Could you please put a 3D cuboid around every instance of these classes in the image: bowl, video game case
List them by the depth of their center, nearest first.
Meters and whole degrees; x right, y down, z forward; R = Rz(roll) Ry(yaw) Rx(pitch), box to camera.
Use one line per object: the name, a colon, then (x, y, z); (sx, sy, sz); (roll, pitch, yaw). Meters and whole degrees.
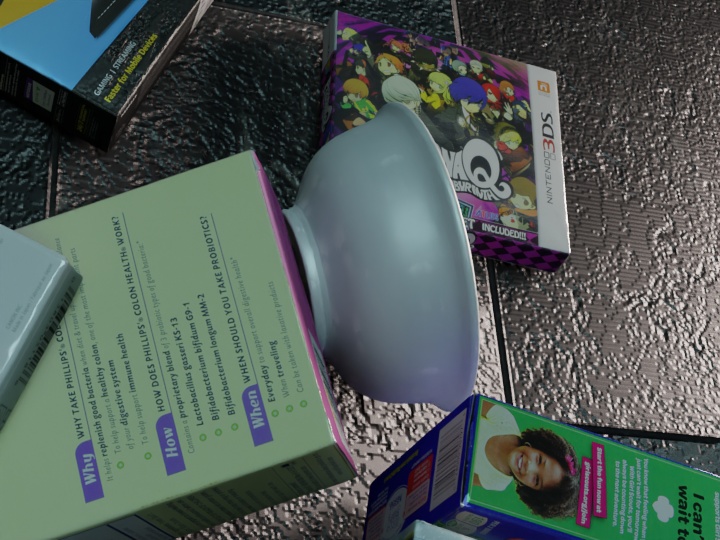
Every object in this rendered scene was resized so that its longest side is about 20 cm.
bowl: (0.000, 0.000, 0.836); (0.089, 0.202, 0.203); (-12, 65, -14)
video game case: (0.064, -0.100, 1.012); (0.198, 0.036, 0.183); (13, 56, -17)

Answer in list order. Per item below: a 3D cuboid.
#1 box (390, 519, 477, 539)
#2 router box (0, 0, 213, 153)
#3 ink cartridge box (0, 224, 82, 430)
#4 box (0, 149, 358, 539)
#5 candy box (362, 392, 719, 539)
box: (0.052, 0.203, 0.719); (0.136, 0.200, 0.040); (19, 58, -11)
router box: (-0.197, -0.199, 0.944); (0.148, 0.051, 0.201); (29, 54, -4)
ink cartridge box: (-0.270, 0.027, 0.676); (0.198, 0.050, 0.163); (26, 76, 6)
box: (-0.122, 0.057, 0.739); (0.198, 0.097, 0.178); (-18, 69, 0)
candy box: (0.119, 0.163, 0.793); (0.198, 0.169, 0.078); (18, 58, -13)
